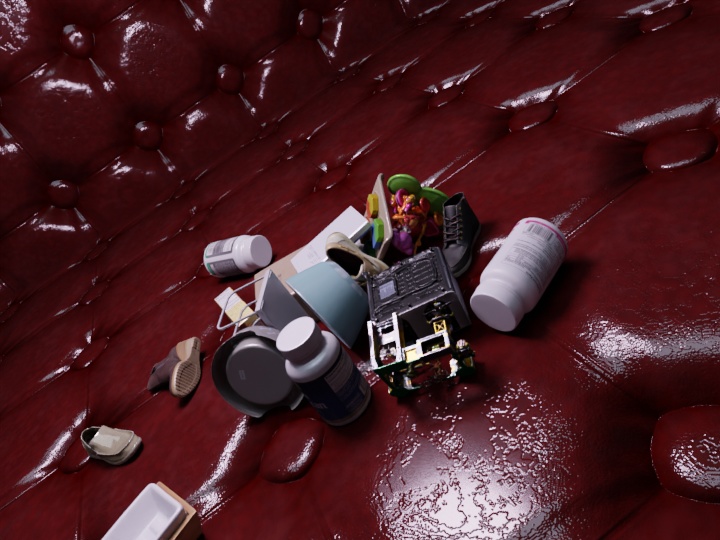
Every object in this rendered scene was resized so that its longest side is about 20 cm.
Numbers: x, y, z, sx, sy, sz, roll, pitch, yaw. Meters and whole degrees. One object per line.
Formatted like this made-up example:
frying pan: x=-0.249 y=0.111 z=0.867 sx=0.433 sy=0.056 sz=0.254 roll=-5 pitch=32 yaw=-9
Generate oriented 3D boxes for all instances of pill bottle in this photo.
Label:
pill bottle: x=-0.071 y=0.185 z=1.101 sx=0.110 sy=0.201 sz=0.112 roll=-23 pitch=31 yaw=15
pill bottle: x=0.293 y=0.007 z=1.099 sx=0.113 sy=0.114 sz=0.200 roll=8 pitch=49 yaw=48
pill bottle: x=-0.370 y=-0.044 z=1.796 sx=0.198 sy=0.114 sz=0.114 roll=-8 pitch=38 yaw=35

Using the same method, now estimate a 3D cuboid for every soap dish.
soap dish: x=-0.390 y=0.501 z=1.070 sx=0.156 sy=0.082 sz=0.200 roll=6 pitch=47 yaw=47

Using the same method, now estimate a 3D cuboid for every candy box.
candy box: x=-0.284 y=0.127 z=1.468 sx=0.055 sy=0.116 sz=0.199 roll=-39 pitch=31 yaw=-14

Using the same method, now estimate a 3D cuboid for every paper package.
paper package: x=-0.163 y=0.049 z=1.480 sx=0.189 sy=0.104 sz=0.201 roll=-30 pitch=30 yaw=6

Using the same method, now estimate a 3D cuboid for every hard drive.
hard drive: x=-0.072 y=-0.062 z=1.400 sx=0.200 sy=0.025 sz=0.132 roll=-42 pitch=29 yaw=0

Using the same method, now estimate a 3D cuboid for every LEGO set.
LEGO set: x=0.104 y=0.131 z=1.062 sx=0.198 sy=0.154 sz=0.117 roll=-27 pitch=47 yaw=25

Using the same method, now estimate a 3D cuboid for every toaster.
toaster: x=0.109 y=0.060 z=1.192 sx=0.179 sy=0.119 sz=0.201 roll=-25 pitch=31 yaw=12

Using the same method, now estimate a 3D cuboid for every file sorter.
file sorter: x=-0.197 y=0.132 z=1.304 sx=0.123 sy=0.201 sz=0.140 roll=-25 pitch=31 yaw=20

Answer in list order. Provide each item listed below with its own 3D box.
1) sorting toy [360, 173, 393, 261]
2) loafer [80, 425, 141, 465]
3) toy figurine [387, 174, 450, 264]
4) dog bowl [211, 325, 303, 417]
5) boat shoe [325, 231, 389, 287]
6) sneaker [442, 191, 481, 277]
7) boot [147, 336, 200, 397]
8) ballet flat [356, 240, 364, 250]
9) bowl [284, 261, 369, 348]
sorting toy: x=0.030 y=-0.097 z=1.400 sx=0.036 sy=0.186 sz=0.202 roll=4 pitch=55 yaw=-13
loafer: x=-0.601 y=0.410 z=1.409 sx=0.198 sy=0.069 sz=0.076 roll=-11 pitch=36 yaw=32
toy figurine: x=0.118 y=-0.088 z=1.353 sx=0.149 sy=0.200 sz=0.186 roll=-15 pitch=46 yaw=41
dog bowl: x=-0.202 y=0.203 z=1.215 sx=0.198 sy=0.202 sz=0.059 roll=-22 pitch=18 yaw=18
boat shoe: x=0.000 y=0.000 z=1.311 sx=0.074 sy=0.199 sz=0.067 roll=-50 pitch=10 yaw=30
sneaker: x=0.202 y=-0.077 z=1.311 sx=0.074 sy=0.107 sz=0.201 roll=-9 pitch=38 yaw=34
boot: x=-0.484 y=0.275 z=1.517 sx=0.166 sy=0.072 sz=0.201 roll=-35 pitch=29 yaw=22
ballet flat: x=-0.015 y=-0.065 z=1.539 sx=0.069 sy=0.070 sz=0.200 roll=-36 pitch=31 yaw=-6
bowl: x=-0.057 y=0.057 z=1.258 sx=0.105 sy=0.201 sz=0.200 roll=-46 pitch=32 yaw=-7
